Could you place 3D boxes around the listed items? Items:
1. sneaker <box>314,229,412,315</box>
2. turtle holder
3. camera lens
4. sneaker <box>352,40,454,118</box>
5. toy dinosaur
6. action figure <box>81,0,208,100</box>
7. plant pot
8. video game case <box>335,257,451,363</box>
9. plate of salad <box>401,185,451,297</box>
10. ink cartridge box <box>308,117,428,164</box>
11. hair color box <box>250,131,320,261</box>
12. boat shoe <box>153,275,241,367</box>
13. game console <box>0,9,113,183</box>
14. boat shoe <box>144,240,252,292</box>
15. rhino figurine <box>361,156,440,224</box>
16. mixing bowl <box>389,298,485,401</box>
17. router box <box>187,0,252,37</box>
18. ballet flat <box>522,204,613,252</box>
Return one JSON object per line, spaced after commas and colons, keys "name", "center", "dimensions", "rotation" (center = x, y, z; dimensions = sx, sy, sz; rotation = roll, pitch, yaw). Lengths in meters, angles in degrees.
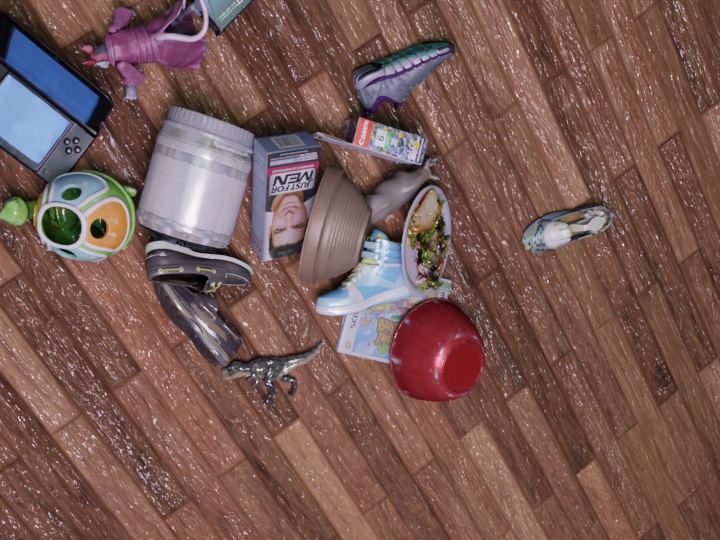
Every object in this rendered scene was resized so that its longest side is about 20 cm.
{"name": "sneaker", "center": [0.000, 0.000, 1.263], "dimensions": [0.195, 0.079, 0.135], "rotation": [-15, 105, -23]}
{"name": "turtle holder", "center": [-0.449, -0.092, 1.089], "dimensions": [0.184, 0.132, 0.142], "rotation": [35, 106, -3]}
{"name": "camera lens", "center": [-0.265, -0.143, 1.135], "dimensions": [0.156, 0.160, 0.206], "rotation": [16, 94, -18]}
{"name": "sneaker", "center": [0.083, -0.347, 1.267], "dimensions": [0.195, 0.075, 0.089], "rotation": [-21, 121, -5]}
{"name": "toy dinosaur", "center": [-0.153, 0.194, 1.286], "dimensions": [0.195, 0.047, 0.091], "rotation": [-12, 96, -18]}
{"name": "action figure", "center": [-0.333, -0.346, 1.092], "dimensions": [0.196, 0.148, 0.138], "rotation": [-20, 108, -19]}
{"name": "plant pot", "center": [-0.035, -0.068, 1.187], "dimensions": [0.090, 0.201, 0.207], "rotation": [15, 95, 2]}
{"name": "video game case", "center": [0.065, 0.086, 1.346], "dimensions": [0.195, 0.022, 0.187], "rotation": [14, 95, -19]}
{"name": "plate of salad", "center": [0.131, -0.051, 1.277], "dimensions": [0.199, 0.047, 0.206], "rotation": [-22, 116, -56]}
{"name": "ink cartridge box", "center": [0.009, -0.235, 1.231], "dimensions": [0.195, 0.109, 0.052], "rotation": [14, 95, -18]}
{"name": "hair color box", "center": [-0.129, -0.123, 1.180], "dimensions": [0.097, 0.061, 0.204], "rotation": [-13, 130, -28]}
{"name": "boat shoe", "center": [-0.283, 0.075, 1.221], "dimensions": [0.073, 0.074, 0.202], "rotation": [-43, 105, -32]}
{"name": "game console", "center": [-0.503, -0.253, 1.067], "dimensions": [0.199, 0.118, 0.174], "rotation": [39, 87, -18]}
{"name": "boat shoe", "center": [-0.269, 0.006, 1.178], "dimensions": [0.198, 0.071, 0.062], "rotation": [15, 61, -39]}
{"name": "rhino figurine", "center": [0.071, -0.150, 1.274], "dimensions": [0.198, 0.087, 0.061], "rotation": [-35, 109, -11]}
{"name": "mixing bowl", "center": [0.164, 0.166, 1.323], "dimensions": [0.195, 0.108, 0.207], "rotation": [-8, 106, -29]}
{"name": "router box", "center": [-0.215, -0.512, 1.142], "dimensions": [0.200, 0.062, 0.150], "rotation": [-46, 110, -5]}
{"name": "ballet flat", "center": [0.419, -0.086, 1.402], "dimensions": [0.195, 0.074, 0.076], "rotation": [-22, 105, -12]}
